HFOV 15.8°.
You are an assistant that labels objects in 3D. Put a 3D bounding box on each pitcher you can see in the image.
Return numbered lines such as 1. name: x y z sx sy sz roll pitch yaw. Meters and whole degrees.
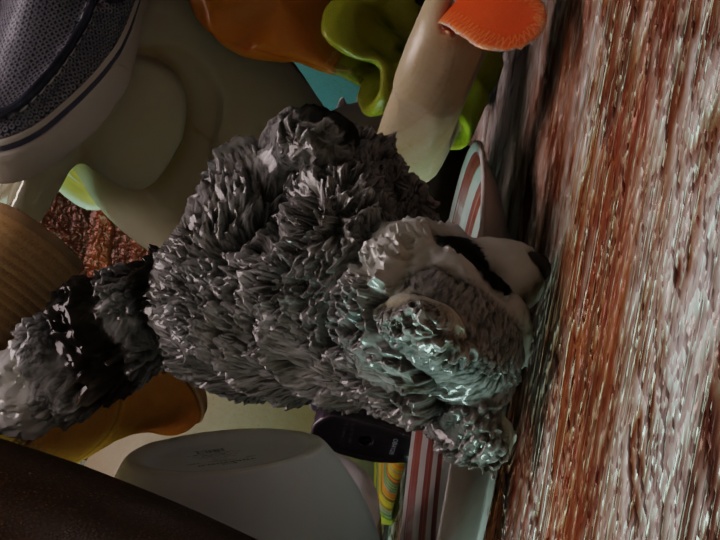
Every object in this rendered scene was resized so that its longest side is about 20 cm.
1. pitcher: -0.069 0.172 1.023 0.121 0.171 0.201 -167 72 -64

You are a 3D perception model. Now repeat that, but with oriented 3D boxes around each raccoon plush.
1. raccoon plush: -0.027 0.040 0.872 0.200 0.097 0.134 -40 36 15

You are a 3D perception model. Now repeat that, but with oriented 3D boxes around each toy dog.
1. toy dog: -0.044 -0.044 1.120 0.195 0.199 0.139 -70 13 -18

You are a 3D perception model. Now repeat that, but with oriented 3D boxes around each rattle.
1. rattle: 0.003 -0.114 0.963 0.130 0.143 0.200 -50 -3 7

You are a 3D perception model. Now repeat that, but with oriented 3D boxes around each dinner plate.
1. dinner plate: 0.038 0.051 0.988 0.200 0.024 0.202 -173 90 -87

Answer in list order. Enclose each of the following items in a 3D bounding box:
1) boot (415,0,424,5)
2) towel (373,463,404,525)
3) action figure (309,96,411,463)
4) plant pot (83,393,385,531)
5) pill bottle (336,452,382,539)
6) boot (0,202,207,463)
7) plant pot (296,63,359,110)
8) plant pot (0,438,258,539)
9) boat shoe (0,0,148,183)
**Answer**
1. boot: -0.023 -0.198 1.056 0.200 0.068 0.189 -5 -66 -55
2. towel: 0.028 0.051 1.324 0.200 0.018 0.087 104 168 -59
3. action figure: 0.000 0.000 1.249 0.201 0.069 0.131 -87 -2 -51
4. plant pot: -0.054 0.087 1.468 0.187 0.186 0.201 117 174 -82
5. pill bottle: -0.044 0.191 1.180 0.120 0.119 0.201 -88 -5 -67
6. boot: -0.141 0.069 1.012 0.144 0.071 0.201 -57 -25 -10
7. plant pot: -0.005 -0.173 1.441 0.200 0.140 0.142 118 161 -67
8. plant pot: -0.069 0.156 0.869 0.187 0.199 0.188 5 -90 -67
9. boat shoe: -0.120 -0.136 1.017 0.093 0.074 0.201 64 -142 -45
